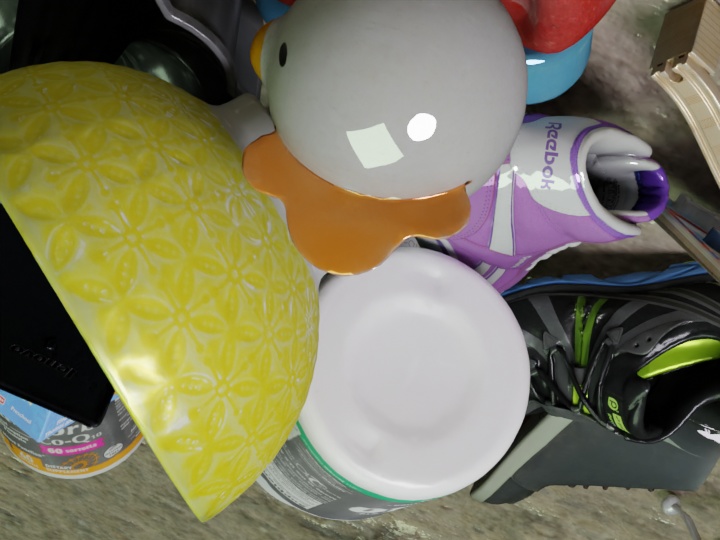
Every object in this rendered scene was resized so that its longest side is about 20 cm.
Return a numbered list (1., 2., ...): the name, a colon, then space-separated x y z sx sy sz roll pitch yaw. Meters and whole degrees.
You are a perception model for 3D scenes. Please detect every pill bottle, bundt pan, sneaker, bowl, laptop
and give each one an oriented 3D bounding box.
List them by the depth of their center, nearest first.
1. bowl: -0.070 -0.010 0.695 0.201 0.107 0.200 58 173 11
2. bundt pan: -0.131 -0.106 0.769 0.200 0.076 0.203 11 146 7
3. sneaker: 0.088 -0.025 0.797 0.113 0.074 0.200 5 172 15
4. pill bottle: 0.001 0.063 0.840 0.112 0.114 0.200 25 164 -8
5. sneaker: 0.124 0.048 0.883 0.198 0.083 0.071 -11 130 20
6. laptop: -0.199 -0.011 0.937 0.186 0.117 0.200 24 178 -4
7. sneaker: 0.141 0.112 1.034 0.105 0.075 0.200 27 151 -5
8. pill bottle: -0.197 0.048 1.116 0.115 0.117 0.201 17 152 8

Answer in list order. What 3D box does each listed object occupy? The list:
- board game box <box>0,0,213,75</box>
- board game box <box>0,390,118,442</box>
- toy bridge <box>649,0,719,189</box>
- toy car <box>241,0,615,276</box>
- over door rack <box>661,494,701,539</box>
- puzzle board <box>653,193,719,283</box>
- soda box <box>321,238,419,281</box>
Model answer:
1. board game box: -0.153 -0.133 0.849 0.198 0.039 0.158 -4 143 27
2. board game box: -0.204 0.003 0.959 0.199 0.151 0.037 33 118 16
3. toy bridge: 0.196 -0.032 0.749 0.200 0.068 0.027 38 148 -28
4. toy car: 0.003 -0.093 0.631 0.175 0.201 0.185 16 152 9
5. over door rack: 0.230 0.222 1.159 0.199 0.067 0.147 -32 124 32
6. puzzle board: 0.220 0.025 0.785 0.199 0.017 0.151 29 -167 -22
7. soda box: 0.000 0.000 0.942 0.199 0.069 0.063 37 150 -27
